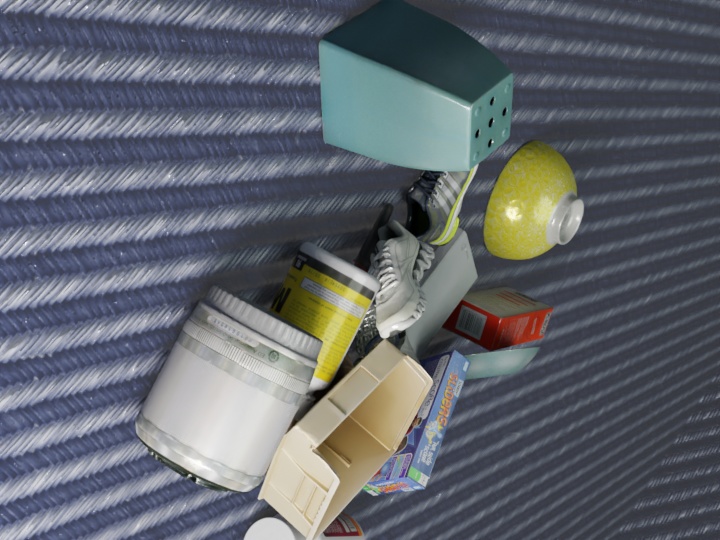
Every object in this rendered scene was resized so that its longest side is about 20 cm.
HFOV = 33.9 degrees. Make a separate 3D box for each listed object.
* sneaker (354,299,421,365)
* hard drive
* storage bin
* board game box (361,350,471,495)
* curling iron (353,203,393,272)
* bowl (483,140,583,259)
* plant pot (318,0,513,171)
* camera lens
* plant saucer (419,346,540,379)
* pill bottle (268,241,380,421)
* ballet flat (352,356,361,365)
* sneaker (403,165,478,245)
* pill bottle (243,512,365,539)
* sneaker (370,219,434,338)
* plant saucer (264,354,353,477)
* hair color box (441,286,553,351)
[{"bbox_3d":[0.028,0.087,1.645,0.074,0.088,0.201,-21,145,2],"label":"sneaker"},{"bbox_3d":[0.107,0.046,1.814,0.201,0.026,0.132,-51,148,-20],"label":"hard drive"},{"bbox_3d":[-0.019,0.215,1.505,0.200,0.093,0.199,-41,164,-37],"label":"storage bin"},{"bbox_3d":[0.075,0.217,1.674,0.034,0.135,0.202,34,62,-20],"label":"board game box"},{"bbox_3d":[0.000,0.000,1.594,0.050,0.025,0.202,60,49,-72],"label":"curling iron"},{"bbox_3d":[0.298,-0.098,1.925,0.200,0.107,0.202,-39,142,-38],"label":"bowl"},{"bbox_3d":[0.073,-0.205,1.388,0.141,0.199,0.143,-39,143,-36],"label":"plant pot"},{"bbox_3d":[-0.149,0.137,1.338,0.202,0.159,0.160,-62,150,-2],"label":"camera lens"},{"bbox_3d":[0.186,0.149,1.854,0.200,0.199,0.039,1,80,-58],"label":"plant saucer"},{"bbox_3d":[-0.066,0.077,1.472,0.202,0.114,0.114,-63,150,-1],"label":"pill bottle"},{"bbox_3d":[0.001,0.219,1.737,0.073,0.073,0.202,-5,115,-56],"label":"ballet flat"},{"bbox_3d":[0.108,-0.121,1.642,0.081,0.073,0.202,-18,126,-47],"label":"sneaker"},{"bbox_3d":[-0.081,0.402,1.706,0.199,0.109,0.111,21,94,-60],"label":"pill bottle"},{"bbox_3d":[0.042,0.010,1.531,0.081,0.075,0.201,50,27,-24],"label":"sneaker"},{"bbox_3d":[-0.063,0.203,1.608,0.200,0.029,0.202,-43,147,-37],"label":"plant saucer"},{"bbox_3d":[0.230,0.077,1.957,0.199,0.101,0.062,-7,117,-55],"label":"hair color box"}]
